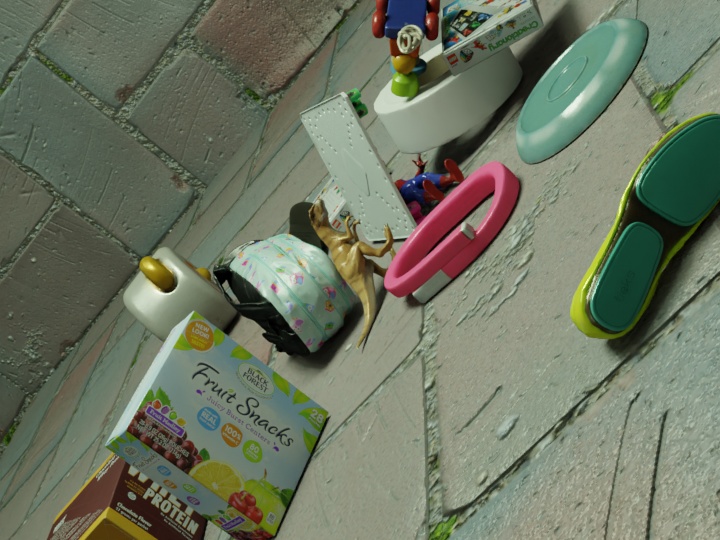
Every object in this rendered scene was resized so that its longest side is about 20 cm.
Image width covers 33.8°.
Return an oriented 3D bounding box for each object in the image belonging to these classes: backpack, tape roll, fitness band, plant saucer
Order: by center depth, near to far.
[{"bbox_3d":[0.239,-0.208,1.326,0.200,0.027,0.201,-48,16,18],"label":"plant saucer"},{"bbox_3d":[0.101,-0.042,1.344,0.200,0.037,0.144,-42,18,31],"label":"fitness band"},{"bbox_3d":[-0.093,0.030,1.551,0.127,0.167,0.200,-48,20,-8],"label":"backpack"},{"bbox_3d":[0.116,-0.245,1.596,0.201,0.071,0.203,-31,21,14],"label":"tape roll"}]

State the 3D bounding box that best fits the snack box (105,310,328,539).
[{"bbox_3d":[-0.153,0.173,1.298,0.067,0.199,0.170,-34,22,47],"label":"snack box"}]

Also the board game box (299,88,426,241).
[{"bbox_3d":[0.003,-0.135,1.559,0.026,0.202,0.200,-31,9,-16],"label":"board game box"}]

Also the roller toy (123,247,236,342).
[{"bbox_3d":[-0.316,0.052,2.101,0.140,0.199,0.182,-51,9,-2],"label":"roller toy"}]

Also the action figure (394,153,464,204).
[{"bbox_3d":[0.070,-0.111,1.572,0.066,0.052,0.200,-48,10,-16],"label":"action figure"}]

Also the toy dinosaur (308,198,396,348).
[{"bbox_3d":[0.000,0.000,1.468,0.105,0.202,0.061,-24,-23,-10],"label":"toy dinosaur"}]

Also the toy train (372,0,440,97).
[{"bbox_3d":[0.056,-0.270,1.500,0.201,0.083,0.117,-83,-6,-53],"label":"toy train"}]

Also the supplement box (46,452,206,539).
[{"bbox_3d":[-0.301,0.344,1.487,0.198,0.132,0.201,-47,16,19],"label":"supplement box"}]

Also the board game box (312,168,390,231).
[{"bbox_3d":[-0.018,-0.133,1.920,0.127,0.034,0.200,-52,15,4],"label":"board game box"}]

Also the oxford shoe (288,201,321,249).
[{"bbox_3d":[-0.093,-0.016,1.859,0.202,0.070,0.072,-78,-5,-47],"label":"oxford shoe"}]

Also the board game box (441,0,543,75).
[{"bbox_3d":[0.165,-0.325,1.521,0.125,0.035,0.201,-27,23,17],"label":"board game box"}]

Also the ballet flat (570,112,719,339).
[{"bbox_3d":[0.221,-0.034,0.914,0.201,0.066,0.067,-56,2,-10],"label":"ballet flat"}]
